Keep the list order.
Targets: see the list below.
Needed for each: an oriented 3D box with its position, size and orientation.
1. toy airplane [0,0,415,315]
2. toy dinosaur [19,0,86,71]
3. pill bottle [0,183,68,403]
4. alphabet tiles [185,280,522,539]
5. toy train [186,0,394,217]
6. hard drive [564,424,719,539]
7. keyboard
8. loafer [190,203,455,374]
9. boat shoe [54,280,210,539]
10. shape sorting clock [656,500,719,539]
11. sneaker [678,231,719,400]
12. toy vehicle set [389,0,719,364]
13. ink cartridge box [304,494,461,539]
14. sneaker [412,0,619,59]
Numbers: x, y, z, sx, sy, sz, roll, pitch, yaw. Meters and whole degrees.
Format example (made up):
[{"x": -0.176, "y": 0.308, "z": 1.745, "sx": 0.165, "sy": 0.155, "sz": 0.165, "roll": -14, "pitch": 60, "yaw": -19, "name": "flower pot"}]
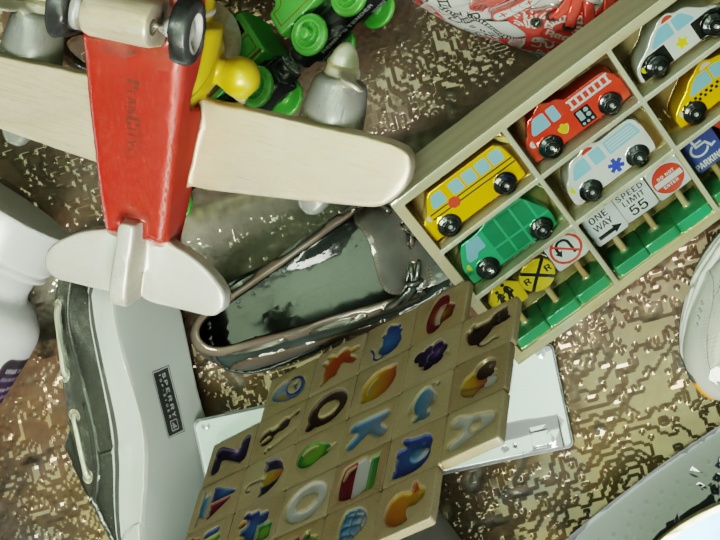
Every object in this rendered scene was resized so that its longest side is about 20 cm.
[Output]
[{"x": -0.095, "y": -0.080, "z": 0.967, "sx": 0.198, "sy": 0.142, "sz": 0.200, "roll": -32, "pitch": 109, "yaw": 34, "name": "toy airplane"}, {"x": -0.083, "y": -0.181, "z": 1.024, "sx": 0.198, "sy": 0.086, "sz": 0.137, "roll": -7, "pitch": 88, "yaw": 24, "name": "toy dinosaur"}, {"x": -0.244, "y": 0.046, "z": 1.051, "sx": 0.111, "sy": 0.111, "sz": 0.201, "roll": 34, "pitch": 95, "yaw": 12, "name": "pill bottle"}, {"x": -0.007, "y": 0.085, "z": 0.943, "sx": 0.199, "sy": 0.167, "sz": 0.006, "roll": -28, "pitch": 119, "yaw": 28, "name": "alphabet tiles"}, {"x": -0.062, "y": -0.102, "z": 1.036, "sx": 0.200, "sy": 0.042, "sz": 0.057, "roll": -42, "pitch": 65, "yaw": 20, "name": "toy train"}, {"x": 0.211, "y": 0.141, "z": 0.979, "sx": 0.199, "sy": 0.042, "sz": 0.136, "roll": -35, "pitch": 81, "yaw": 10, "name": "hard drive"}, {"x": 0.011, "y": 0.087, "z": 1.031, "sx": 0.198, "sy": 0.011, "sz": 0.057, "roll": -12, "pitch": 84, "yaw": 5, "name": "keyboard"}, {"x": 0.000, "y": 0.000, "z": 1.021, "sx": 0.199, "sy": 0.063, "sz": 0.072, "roll": -29, "pitch": 84, "yaw": 10, "name": "loafer"}, {"x": -0.123, "y": 0.094, "z": 1.049, "sx": 0.063, "sy": 0.070, "sz": 0.202, "roll": -7, "pitch": 91, "yaw": 37, "name": "boat shoe"}, {"x": 0.214, "y": 0.205, "z": 0.938, "sx": 0.198, "sy": 0.039, "sz": 0.202, "roll": 1, "pitch": 96, "yaw": 9, "name": "shape sorting clock"}, {"x": 0.235, "y": -0.012, "z": 0.946, "sx": 0.076, "sy": 0.092, "sz": 0.200, "roll": 39, "pitch": 98, "yaw": -9, "name": "sneaker"}, {"x": 0.124, "y": -0.056, "z": 0.977, "sx": 0.199, "sy": 0.027, "sz": 0.124, "roll": -37, "pitch": 120, "yaw": 9, "name": "toy vehicle set"}, {"x": -0.018, "y": 0.223, "z": 0.976, "sx": 0.199, "sy": 0.145, "sz": 0.145, "roll": -37, "pitch": 80, "yaw": 8, "name": "ink cartridge box"}, {"x": 0.104, "y": -0.137, "z": 0.979, "sx": 0.200, "sy": 0.108, "sz": 0.068, "roll": 21, "pitch": 93, "yaw": 12, "name": "sneaker"}]
